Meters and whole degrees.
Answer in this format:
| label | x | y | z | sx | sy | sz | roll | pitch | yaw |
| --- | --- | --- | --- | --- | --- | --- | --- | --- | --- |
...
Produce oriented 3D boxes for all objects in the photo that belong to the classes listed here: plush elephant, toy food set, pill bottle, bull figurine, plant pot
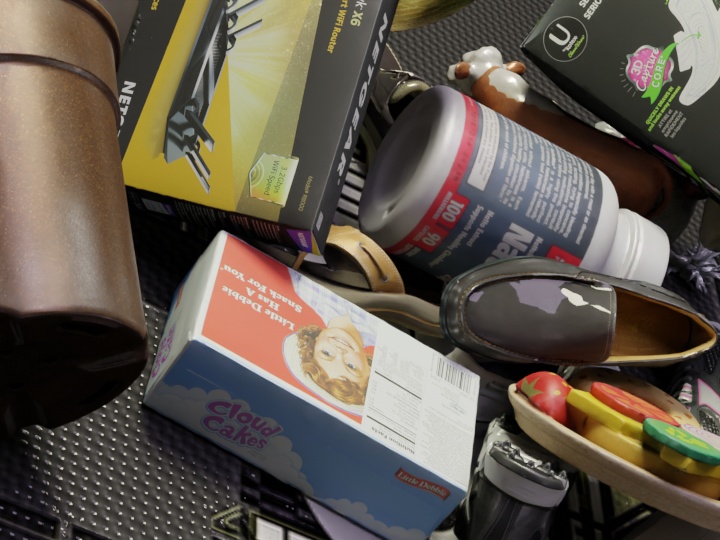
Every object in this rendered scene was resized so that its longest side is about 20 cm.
| label | x | y | z | sx | sy | sz | roll | pitch | yaw |
| --- | --- | --- | --- | --- | --- | --- | --- | --- | --- |
| plush elephant | 0.242 | -0.082 | 1.781 | 0.199 | 0.155 | 0.165 | 29 | 34 | -15 |
| toy food set | 0.188 | 0.112 | 1.452 | 0.197 | 0.049 | 0.199 | 30 | 8 | 37 |
| pill bottle | 0.110 | -0.033 | 1.577 | 0.199 | 0.120 | 0.120 | 26 | 35 | -19 |
| bull figurine | 0.133 | -0.079 | 1.680 | 0.199 | 0.122 | 0.065 | 31 | 33 | 20 |
| plant pot | -0.208 | -0.025 | 1.246 | 0.199 | 0.200 | 0.200 | 6 | 57 | -40 |

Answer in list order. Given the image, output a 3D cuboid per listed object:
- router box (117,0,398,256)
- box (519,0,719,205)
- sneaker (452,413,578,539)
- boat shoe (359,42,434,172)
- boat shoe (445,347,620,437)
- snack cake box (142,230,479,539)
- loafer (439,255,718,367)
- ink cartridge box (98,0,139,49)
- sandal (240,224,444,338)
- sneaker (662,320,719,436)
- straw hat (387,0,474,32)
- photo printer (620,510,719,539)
| label | x | y | z | sx | sy | sz | roll | pitch | yaw |
| --- | --- | --- | --- | --- | --- | --- | --- | --- | --- |
| router box | -0.073 | -0.125 | 1.464 | 0.156 | 0.052 | 0.202 | 13 | 73 | 11 |
| box | 0.239 | -0.141 | 1.648 | 0.200 | 0.125 | 0.148 | 38 | 3 | 17 |
| sneaker | 0.095 | 0.147 | 1.450 | 0.066 | 0.091 | 0.200 | 25 | 7 | 6 |
| boat shoe | 0.033 | -0.116 | 1.699 | 0.073 | 0.065 | 0.201 | 13 | 41 | -35 |
| boat shoe | 0.124 | 0.072 | 1.564 | 0.199 | 0.065 | 0.074 | -9 | 55 | -49 |
| snack cake box | -0.027 | 0.075 | 1.412 | 0.199 | 0.067 | 0.115 | 30 | 35 | -14 |
| loafer | 0.145 | 0.029 | 1.490 | 0.199 | 0.074 | 0.072 | 1 | 4 | -31 |
| ink cartridge box | -0.096 | -0.195 | 1.611 | 0.200 | 0.125 | 0.129 | 40 | 33 | 2 |
| sandal | 0.000 | 0.000 | 1.516 | 0.199 | 0.054 | 0.080 | 15 | 12 | -37 |
| sneaker | 0.246 | 0.109 | 1.636 | 0.086 | 0.081 | 0.201 | 10 | 36 | -21 |
| straw hat | 0.026 | -0.230 | 1.575 | 0.199 | 0.085 | 0.203 | -3 | 64 | 6 |
| photo printer | 0.224 | 0.236 | 1.464 | 0.166 | 0.070 | 0.200 | 46 | 34 | 12 |
